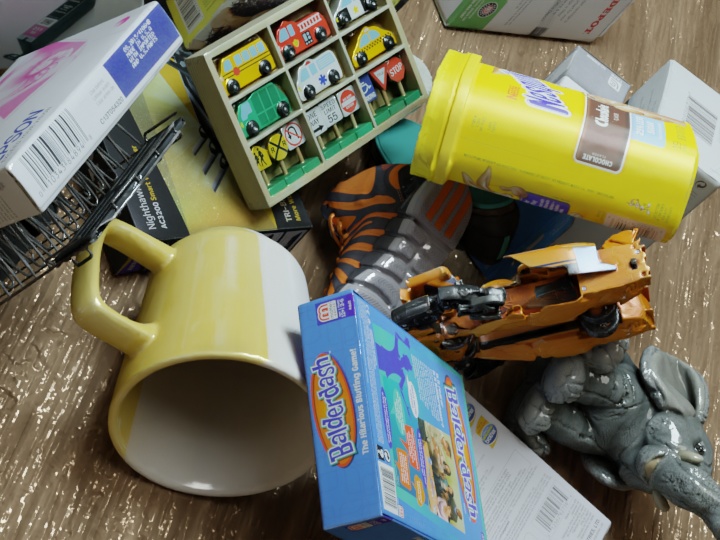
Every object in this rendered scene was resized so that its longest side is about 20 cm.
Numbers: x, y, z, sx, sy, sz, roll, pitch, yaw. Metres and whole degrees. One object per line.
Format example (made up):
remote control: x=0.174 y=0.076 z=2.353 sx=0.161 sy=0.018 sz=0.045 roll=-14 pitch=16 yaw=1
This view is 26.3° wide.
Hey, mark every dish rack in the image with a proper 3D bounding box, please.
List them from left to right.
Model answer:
dish rack: x=-0.205 y=-0.040 z=1.015 sx=0.055 sy=0.199 sz=0.154 roll=46 pitch=43 yaw=-19

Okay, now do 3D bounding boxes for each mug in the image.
mug: x=-0.098 y=0.039 z=1.059 sx=0.148 sy=0.187 sz=0.154 roll=-9 pitch=45 yaw=8

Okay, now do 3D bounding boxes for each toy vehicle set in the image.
toy vehicle set: x=-0.036 y=-0.147 z=1.198 sx=0.200 sy=0.026 sz=0.125 roll=-37 pitch=111 yaw=-38

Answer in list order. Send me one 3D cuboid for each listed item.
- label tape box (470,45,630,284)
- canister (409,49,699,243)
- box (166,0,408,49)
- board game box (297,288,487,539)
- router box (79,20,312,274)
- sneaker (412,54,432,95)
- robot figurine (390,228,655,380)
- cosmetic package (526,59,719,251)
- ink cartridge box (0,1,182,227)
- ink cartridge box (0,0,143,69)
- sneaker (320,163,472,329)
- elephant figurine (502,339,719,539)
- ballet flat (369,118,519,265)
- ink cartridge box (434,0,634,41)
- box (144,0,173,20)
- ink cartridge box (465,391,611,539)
label tape box: x=0.144 y=-0.083 z=1.325 sx=0.063 sy=0.144 sz=0.200 roll=37 pitch=45 yaw=-8
canister: x=0.147 y=-0.094 z=1.165 sx=0.199 sy=0.087 sz=0.149 roll=17 pitch=18 yaw=3
box: x=-0.055 y=-0.222 z=1.261 sx=0.199 sy=0.075 sz=0.050 roll=-11 pitch=69 yaw=-41
board game box: x=0.026 y=0.118 z=1.046 sx=0.200 sy=0.045 sz=0.153 roll=39 pitch=39 yaw=-57
router box: x=-0.145 y=-0.100 z=1.197 sx=0.156 sy=0.052 sz=0.201 roll=-7 pitch=64 yaw=-38
sneaker: x=-0.025 y=-0.155 z=1.290 sx=0.199 sy=0.072 sz=0.072 roll=2 pitch=66 yaw=-44
robot figurine: x=0.116 y=0.029 z=1.144 sx=0.198 sy=0.145 sz=0.059 roll=-11 pitch=62 yaw=7
cosmetic package: x=0.230 y=-0.074 z=1.343 sx=0.081 sy=0.200 sz=0.113 roll=35 pitch=43 yaw=-11
ink cartridge box: x=-0.237 y=-0.087 z=1.019 sx=0.043 sy=0.199 sz=0.197 roll=56 pitch=39 yaw=-26
ink cartridge box: x=-0.249 y=-0.209 z=1.072 sx=0.198 sy=0.174 sz=0.044 roll=-9 pitch=63 yaw=-15
sneaker: x=0.000 y=0.000 z=1.220 sx=0.200 sy=0.112 sz=0.078 roll=-53 pitch=127 yaw=-15
elephant figurine: x=0.225 y=0.131 z=1.248 sx=0.199 sy=0.142 sz=0.156 roll=31 pitch=61 yaw=-5
ballet flat: x=0.063 y=-0.062 z=1.295 sx=0.068 sy=0.069 sz=0.200 roll=-14 pitch=32 yaw=-22
ink cartridge box: x=0.184 y=-0.306 z=1.511 sx=0.199 sy=0.146 sz=0.085 roll=-1 pitch=59 yaw=-37
box: x=-0.120 y=-0.273 z=1.336 sx=0.199 sy=0.051 sz=0.158 roll=28 pitch=50 yaw=-17
ink cartridge box: x=0.093 y=0.174 z=1.183 sx=0.200 sy=0.042 sz=0.119 roll=44 pitch=45 yaw=-5
